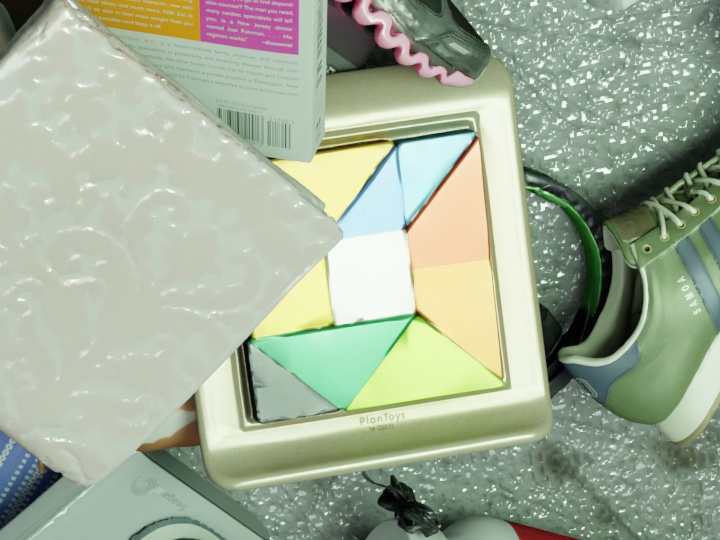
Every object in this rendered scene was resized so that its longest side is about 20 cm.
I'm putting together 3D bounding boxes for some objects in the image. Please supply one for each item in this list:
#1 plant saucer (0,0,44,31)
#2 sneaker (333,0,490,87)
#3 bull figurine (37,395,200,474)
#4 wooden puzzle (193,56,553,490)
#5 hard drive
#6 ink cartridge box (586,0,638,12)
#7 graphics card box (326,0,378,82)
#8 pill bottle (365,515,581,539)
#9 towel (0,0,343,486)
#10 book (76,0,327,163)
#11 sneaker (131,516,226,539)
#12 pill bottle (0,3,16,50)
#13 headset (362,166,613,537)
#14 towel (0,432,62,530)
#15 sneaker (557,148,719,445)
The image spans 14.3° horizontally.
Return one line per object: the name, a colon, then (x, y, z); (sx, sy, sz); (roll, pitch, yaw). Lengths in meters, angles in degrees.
plant saucer: (-0.203, -0.127, 1.444); (0.199, 0.037, 0.202); (-1, 117, -1)
sneaker: (0.007, -0.174, 1.396); (0.095, 0.079, 0.200); (-46, 115, -1)
bull figurine: (-0.094, 0.054, 1.502); (0.198, 0.122, 0.066); (-3, 114, -8)
wooden puzzle: (0.000, 0.000, 1.447); (0.184, 0.037, 0.202); (-9, 92, -11)
hard drive: (-0.162, 0.181, 1.577); (0.200, 0.026, 0.132); (-40, 136, 10)
ink cartridge box: (0.168, -0.264, 1.433); (0.199, 0.047, 0.199); (-33, 117, -24)
graphics card box: (-0.007, -0.197, 1.445); (0.125, 0.051, 0.200); (35, 105, -22)
pill bottle: (0.096, 0.201, 1.592); (0.199, 0.112, 0.113); (16, 110, -23)
towel: (-0.138, -0.011, 1.369); (0.191, 0.032, 0.200); (-45, 121, 10)
book: (-0.081, -0.147, 1.351); (0.133, 0.048, 0.201); (12, 132, 10)
sneaker: (-0.046, 0.207, 1.580); (0.199, 0.082, 0.070); (25, 113, -37)
pill bottle: (-0.263, -0.071, 1.387); (0.198, 0.112, 0.113); (-12, 115, 4)
headset: (0.062, 0.043, 1.538); (0.123, 0.094, 0.201); (25, 96, -18)
towel: (-0.256, 0.090, 1.552); (0.199, 0.024, 0.145); (27, 104, -21)
sneaker: (0.171, -0.015, 1.491); (0.089, 0.067, 0.201); (23, 96, -13)
